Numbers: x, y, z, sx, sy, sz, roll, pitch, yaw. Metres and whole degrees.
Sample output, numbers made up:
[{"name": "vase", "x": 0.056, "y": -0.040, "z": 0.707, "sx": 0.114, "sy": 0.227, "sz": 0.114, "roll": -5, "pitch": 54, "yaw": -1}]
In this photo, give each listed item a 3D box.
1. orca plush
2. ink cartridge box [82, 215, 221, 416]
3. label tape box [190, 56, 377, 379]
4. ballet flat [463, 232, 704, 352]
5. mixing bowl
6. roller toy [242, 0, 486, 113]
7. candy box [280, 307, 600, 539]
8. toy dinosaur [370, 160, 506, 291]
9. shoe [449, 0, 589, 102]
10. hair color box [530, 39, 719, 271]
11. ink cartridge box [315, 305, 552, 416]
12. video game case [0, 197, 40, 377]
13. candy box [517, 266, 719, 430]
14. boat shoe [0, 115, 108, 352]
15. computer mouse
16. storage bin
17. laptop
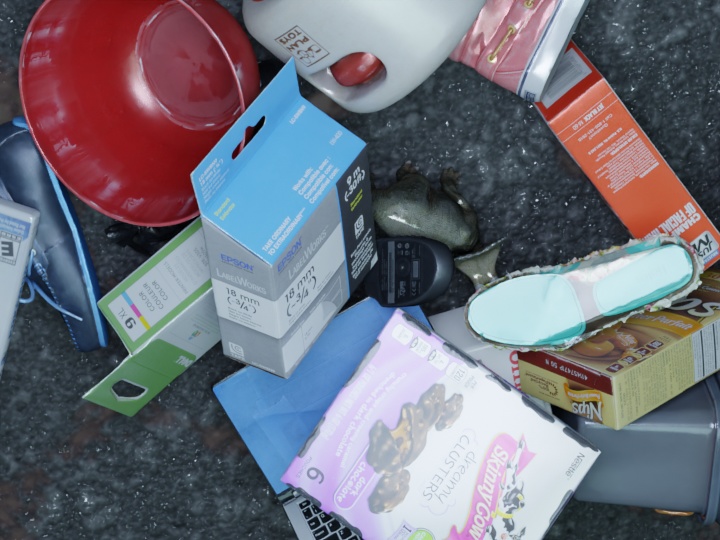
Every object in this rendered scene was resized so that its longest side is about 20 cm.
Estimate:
[{"name": "orca plush", "x": -0.125, "y": -0.083, "z": 1.704, "sx": 0.200, "sy": 0.071, "sz": 0.105, "roll": -36, "pitch": 116, "yaw": 4}, {"name": "ink cartridge box", "x": -0.147, "y": 0.028, "z": 1.713, "sx": 0.200, "sy": 0.104, "sz": 0.059, "roll": -41, "pitch": 71, "yaw": 5}, {"name": "label tape box", "x": -0.053, "y": -0.037, "z": 1.594, "sx": 0.063, "sy": 0.144, "sz": 0.200, "roll": 21, "pitch": 143, "yaw": 23}, {"name": "ballet flat", "x": 0.184, "y": 0.022, "z": 1.719, "sx": 0.199, "sy": 0.064, "sz": 0.076, "roll": -13, "pitch": 87, "yaw": 7}, {"name": "mixing bowl", "x": -0.154, "y": -0.145, "z": 1.630, "sx": 0.199, "sy": 0.108, "sz": 0.201, "roll": 10, "pitch": 115, "yaw": 23}, {"name": "roller toy", "x": 0.003, "y": -0.226, "z": 1.605, "sx": 0.140, "sy": 0.200, "sz": 0.183, "roll": 37, "pitch": 105, "yaw": -21}, {"name": "candy box", "x": 0.065, "y": 0.154, "z": 1.681, "sx": 0.200, "sy": 0.072, "sz": 0.168, "roll": 34, "pitch": 90, "yaw": 3}, {"name": "toy dinosaur", "x": 0.049, "y": -0.048, "z": 1.742, "sx": 0.200, "sy": 0.102, "sz": 0.077, "roll": 30, "pitch": 103, "yaw": -23}, {"name": "shoe", "x": 0.146, "y": -0.243, "z": 1.696, "sx": 0.091, "sy": 0.071, "sz": 0.201, "roll": 26, "pitch": 87, "yaw": 7}, {"name": "hair color box", "x": 0.219, "y": -0.089, "z": 1.758, "sx": 0.064, "sy": 0.111, "sz": 0.200, "roll": -38, "pitch": 115, "yaw": 7}, {"name": "ink cartridge box", "x": 0.063, "y": 0.123, "z": 1.830, "sx": 0.199, "sy": 0.085, "sz": 0.146, "roll": -17, "pitch": 116, "yaw": -7}, {"name": "video game case", "x": -0.370, "y": 0.007, "z": 1.678, "sx": 0.199, "sy": 0.022, "sz": 0.183, "roll": 18, "pitch": 109, "yaw": 3}, {"name": "candy box", "x": 0.242, "y": 0.058, "z": 1.780, "sx": 0.200, "sy": 0.115, "sz": 0.056, "roll": -27, "pitch": 121, "yaw": -33}, {"name": "boat shoe", "x": -0.261, "y": -0.025, "z": 1.705, "sx": 0.068, "sy": 0.084, "sz": 0.201, "roll": -19, "pitch": 99, "yaw": -3}, {"name": "computer mouse", "x": 0.000, "y": 0.000, "z": 1.728, "sx": 0.034, "sy": 0.199, "sz": 0.059, "roll": 3, "pitch": 89, "yaw": -50}, {"name": "storage bin", "x": 0.243, "y": 0.139, "z": 1.826, "sx": 0.134, "sy": 0.200, "sz": 0.146, "roll": 2, "pitch": 113, "yaw": -1}, {"name": "laptop", "x": 0.011, "y": 0.150, "z": 1.724, "sx": 0.187, "sy": 0.200, "sz": 0.116, "roll": -29, "pitch": 149, "yaw": 1}]
